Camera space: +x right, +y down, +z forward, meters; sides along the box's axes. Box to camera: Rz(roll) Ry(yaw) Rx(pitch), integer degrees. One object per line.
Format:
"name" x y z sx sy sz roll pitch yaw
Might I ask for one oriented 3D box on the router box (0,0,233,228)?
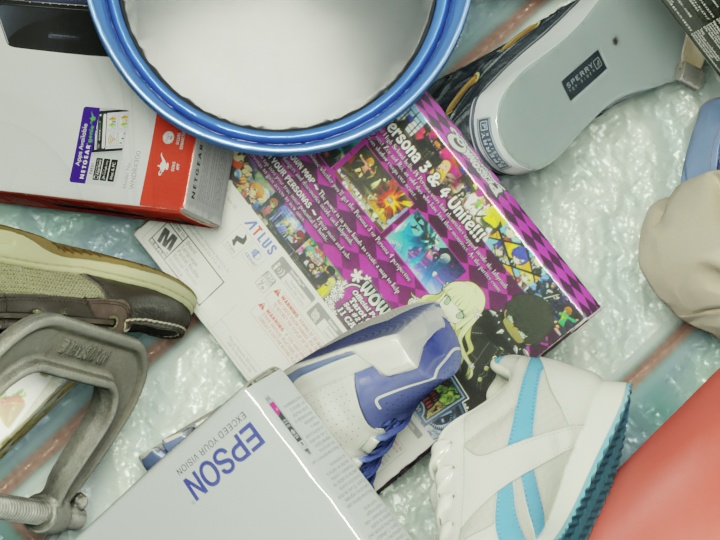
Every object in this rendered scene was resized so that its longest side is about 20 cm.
"router box" -0.147 -0.132 1.169 0.179 0.049 0.201 6 83 23

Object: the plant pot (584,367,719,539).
"plant pot" 0.198 0.158 1.113 0.177 0.200 0.201 -35 83 1

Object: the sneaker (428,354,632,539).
"sneaker" 0.065 0.124 1.049 0.080 0.077 0.200 18 48 17

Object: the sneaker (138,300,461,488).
"sneaker" -0.014 0.102 1.127 0.199 0.080 0.116 -30 92 33

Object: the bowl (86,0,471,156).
"bowl" -0.042 -0.156 1.099 0.199 0.039 0.202 0 83 -4

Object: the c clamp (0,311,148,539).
"c clamp" -0.170 0.100 1.080 0.027 0.200 0.171 36 87 21

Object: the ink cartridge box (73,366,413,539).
"ink cartridge box" -0.049 0.183 1.102 0.196 0.043 0.200 -43 81 33

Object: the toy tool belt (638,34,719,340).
"toy tool belt" 0.240 -0.059 1.175 0.124 0.123 0.201 25 70 -30

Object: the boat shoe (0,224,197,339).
"boat shoe" -0.162 0.020 1.106 0.073 0.200 0.065 0 80 39

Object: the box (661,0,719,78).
"box" 0.193 -0.226 1.157 0.200 0.047 0.193 52 46 -9

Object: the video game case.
"video game case" 0.000 0.000 1.158 0.181 0.036 0.200 -42 83 23

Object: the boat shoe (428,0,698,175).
"boat shoe" 0.109 -0.115 1.215 0.200 0.091 0.071 -36 109 -35

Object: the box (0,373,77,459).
"box" -0.219 0.096 1.169 0.039 0.041 0.200 44 79 5
